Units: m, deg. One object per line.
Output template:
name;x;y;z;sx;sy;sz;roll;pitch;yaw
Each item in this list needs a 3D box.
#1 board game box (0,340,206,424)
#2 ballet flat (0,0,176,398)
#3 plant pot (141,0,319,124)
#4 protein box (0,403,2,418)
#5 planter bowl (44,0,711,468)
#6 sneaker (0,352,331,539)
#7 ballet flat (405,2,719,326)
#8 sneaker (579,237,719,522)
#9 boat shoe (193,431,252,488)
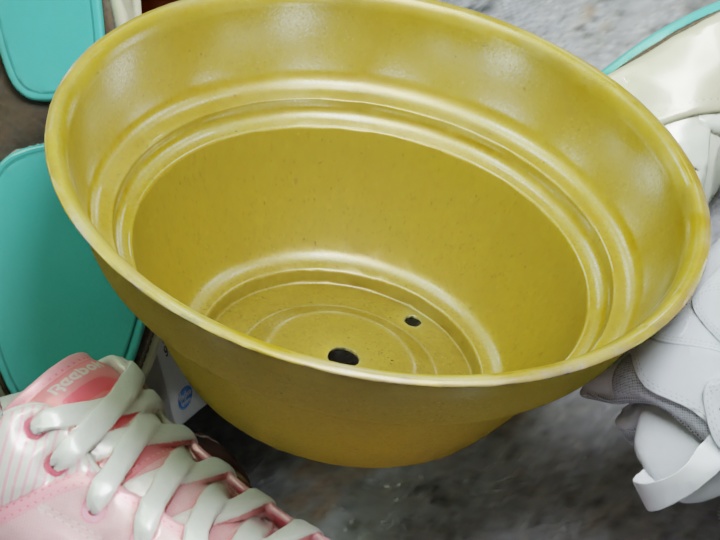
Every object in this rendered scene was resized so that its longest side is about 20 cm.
board game box;-0.128;0.029;0.971;0.199;0.034;0.134;-8;15;24
ballet flat;-0.093;-0.047;0.872;0.069;0.201;0.069;-2;1;0
plant pot;-0.067;-0.103;0.993;0.199;0.201;0.183;-4;4;28
protein box;-0.223;0.064;0.786;0.199;0.135;0.200;-54;15;1
planter bowl;0.000;0.000;0.816;0.199;0.084;0.201;7;38;-6
sneaker;-0.056;0.079;0.787;0.199;0.105;0.075;1;13;31
ballet flat;0.077;-0.026;0.931;0.199;0.070;0.070;-27;36;1
sneaker;0.128;0.008;0.839;0.115;0.075;0.200;-47;5;18
boat shoe;-0.131;0.102;0.896;0.199;0.071;0.070;-24;33;-2
